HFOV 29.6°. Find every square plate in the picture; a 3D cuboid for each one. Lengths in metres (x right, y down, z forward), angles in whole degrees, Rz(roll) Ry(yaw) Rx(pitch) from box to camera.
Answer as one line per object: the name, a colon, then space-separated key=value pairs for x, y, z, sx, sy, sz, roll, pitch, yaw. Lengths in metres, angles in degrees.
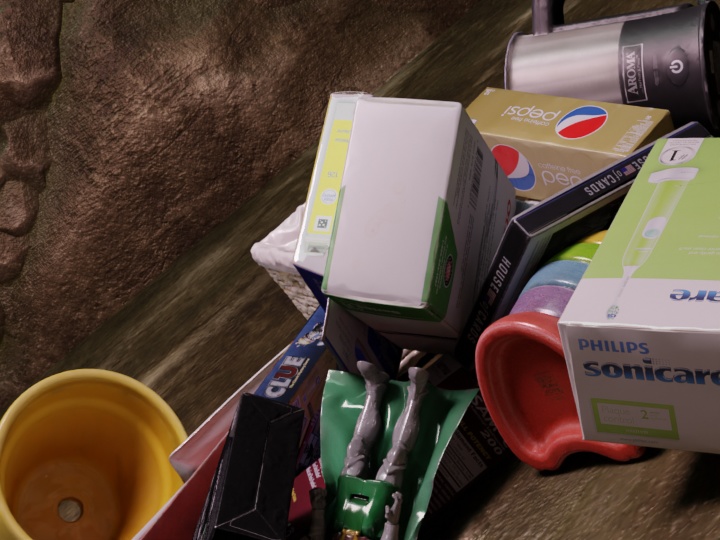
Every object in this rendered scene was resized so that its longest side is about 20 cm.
square plate: x=-0.087 y=0.139 z=1.279 sx=0.198 sy=0.028 sz=0.200 roll=-42 pitch=-16 yaw=-14

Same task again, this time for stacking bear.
stacking bear: x=0.175 y=0.024 z=0.917 sx=0.200 sy=0.114 sz=0.121 roll=-42 pitch=13 yaw=-35

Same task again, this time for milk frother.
milk frother: x=0.257 y=-0.193 z=1.285 sx=0.186 sy=0.183 sz=0.200 roll=-4 pitch=-15 yaw=27

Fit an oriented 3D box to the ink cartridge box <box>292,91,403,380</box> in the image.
ink cartridge box: x=0.000 y=0.000 z=1.068 sx=0.046 sy=0.198 sz=0.202 roll=6 pitch=65 yaw=19

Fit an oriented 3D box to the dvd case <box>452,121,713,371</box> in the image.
dvd case: x=0.161 y=-0.018 z=0.989 sx=0.199 sy=0.025 sz=0.151 roll=-27 pitch=-29 yaw=-33

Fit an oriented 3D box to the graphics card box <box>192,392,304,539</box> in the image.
graphics card box: x=-0.091 y=0.198 z=0.931 sx=0.126 sy=0.050 sz=0.202 roll=-83 pitch=10 yaw=-54

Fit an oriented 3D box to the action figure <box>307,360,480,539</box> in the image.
action figure: x=0.003 y=0.163 z=0.917 sx=0.117 sy=0.055 sz=0.203 roll=2 pitch=67 yaw=29

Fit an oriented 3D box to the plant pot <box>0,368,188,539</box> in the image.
plant pot: x=-0.285 y=0.224 z=1.380 sx=0.201 sy=0.201 sz=0.189 roll=-46 pitch=-1 yaw=-31

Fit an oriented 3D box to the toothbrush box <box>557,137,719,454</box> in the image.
toothbrush box: x=0.215 y=0.008 z=0.771 sx=0.144 sy=0.087 sz=0.200 roll=2 pitch=33 yaw=29

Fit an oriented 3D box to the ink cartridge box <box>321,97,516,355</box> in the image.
ink cartridge box: x=0.051 y=-0.025 z=1.015 sx=0.082 sy=0.149 sz=0.200 roll=6 pitch=-13 yaw=20

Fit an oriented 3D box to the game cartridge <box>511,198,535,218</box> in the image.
game cartridge: x=0.092 y=-0.002 z=1.156 sx=0.199 sy=0.040 sz=0.135 roll=21 pitch=96 yaw=54

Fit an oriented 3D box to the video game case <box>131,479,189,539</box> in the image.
video game case: x=-0.219 y=0.279 z=1.167 sx=0.201 sy=0.023 sz=0.182 roll=-53 pitch=-4 yaw=31

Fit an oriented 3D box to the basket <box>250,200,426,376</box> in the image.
basket: x=0.027 y=-0.019 z=1.343 sx=0.200 sy=0.161 sz=0.198 roll=-41 pitch=14 yaw=-12

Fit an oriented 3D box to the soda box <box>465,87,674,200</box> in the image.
soda box: x=0.173 y=-0.102 z=1.159 sx=0.199 sy=0.068 sz=0.064 roll=16 pitch=52 yaw=45

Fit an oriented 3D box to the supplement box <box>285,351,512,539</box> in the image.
supplement box: x=0.017 y=0.155 z=1.012 sx=0.199 sy=0.061 sz=0.109 roll=-39 pitch=12 yaw=-2

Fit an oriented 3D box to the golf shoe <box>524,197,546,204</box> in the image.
golf shoe: x=0.189 y=-0.040 z=1.173 sx=0.200 sy=0.079 sz=0.097 roll=-45 pitch=20 yaw=-17

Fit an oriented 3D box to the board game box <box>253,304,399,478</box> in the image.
board game box: x=-0.025 y=0.105 z=1.146 sx=0.034 sy=0.137 sz=0.200 roll=7 pitch=35 yaw=24

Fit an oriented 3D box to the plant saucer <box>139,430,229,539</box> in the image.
plant saucer: x=-0.139 y=0.223 z=1.131 sx=0.200 sy=0.036 sz=0.201 roll=-52 pitch=-9 yaw=-42
